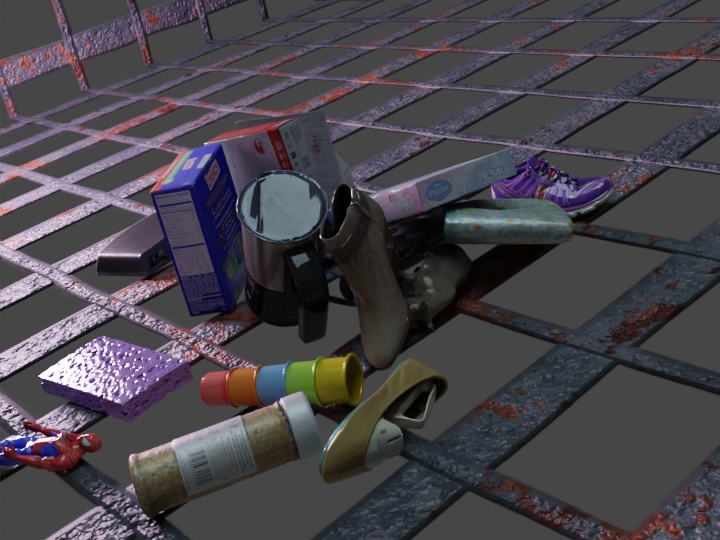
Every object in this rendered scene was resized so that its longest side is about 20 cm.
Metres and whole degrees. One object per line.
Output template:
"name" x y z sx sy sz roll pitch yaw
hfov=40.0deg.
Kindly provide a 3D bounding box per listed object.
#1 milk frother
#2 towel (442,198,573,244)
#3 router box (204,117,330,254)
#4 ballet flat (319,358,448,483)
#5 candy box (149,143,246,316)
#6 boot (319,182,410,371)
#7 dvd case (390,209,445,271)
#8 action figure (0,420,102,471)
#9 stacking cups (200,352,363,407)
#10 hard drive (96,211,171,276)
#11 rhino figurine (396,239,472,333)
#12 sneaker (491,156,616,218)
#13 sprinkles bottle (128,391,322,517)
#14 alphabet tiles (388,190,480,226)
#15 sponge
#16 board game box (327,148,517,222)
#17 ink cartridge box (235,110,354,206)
"milk frother" -0.050 -0.028 1.305 0.199 0.190 0.180 -35 64 -24
"towel" 0.196 -0.069 1.360 0.167 0.049 0.200 -2 10 5
"router box" -0.134 -0.119 1.514 0.177 0.203 0.049 -3 24 44
"ballet flat" 0.031 0.157 1.034 0.062 0.070 0.200 17 38 26
"candy box" -0.228 -0.062 1.467 0.075 0.203 0.170 -8 24 12
"boot" 0.000 0.000 1.198 0.069 0.146 0.203 -18 48 24
"dvd case" 0.073 -0.055 1.504 0.198 0.025 0.149 -28 28 -29
"action figure" -0.395 0.211 1.169 0.196 0.053 0.066 -5 22 14
"stacking cups" -0.096 0.129 1.159 0.196 0.062 0.061 -3 26 22
"hard drive" -0.355 -0.053 1.707 0.133 0.043 0.200 1 29 30
"rhino figurine" 0.086 0.025 1.286 0.086 0.061 0.201 2 31 24
"sneaker" 0.281 -0.128 1.476 0.197 0.085 0.081 4 30 33
"sprinkles bottle" -0.141 0.192 1.041 0.197 0.069 0.068 -19 25 -10
"alphabet tiles" 0.087 -0.087 1.442 0.164 0.006 0.199 -18 5 30
"sponge" -0.324 0.139 1.301 0.198 0.030 0.111 8 33 41
"board game box" 0.084 -0.108 1.383 0.198 0.044 0.197 -23 5 -39
"ink cartridge box" -0.100 -0.169 1.623 0.159 0.203 0.057 -4 28 19
